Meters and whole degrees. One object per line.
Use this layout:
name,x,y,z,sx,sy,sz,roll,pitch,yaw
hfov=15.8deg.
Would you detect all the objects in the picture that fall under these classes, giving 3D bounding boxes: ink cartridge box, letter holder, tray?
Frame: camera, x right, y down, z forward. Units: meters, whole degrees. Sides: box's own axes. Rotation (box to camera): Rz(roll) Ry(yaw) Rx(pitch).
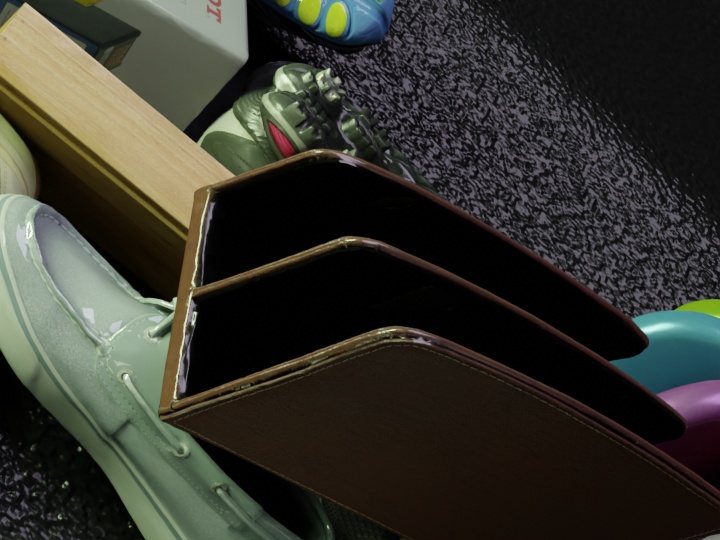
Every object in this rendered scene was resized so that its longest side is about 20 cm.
ink cartridge box,-0.154,-0.160,1.208,0.199,0.087,0.146,31,35,-27
letter holder,0.045,0.035,1.018,0.200,0.142,0.101,29,57,-37
tray,-0.089,-0.027,1.127,0.200,0.099,0.037,40,69,-11

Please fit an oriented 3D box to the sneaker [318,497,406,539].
sneaker,0.059,0.139,1.135,0.200,0.078,0.085,38,36,-13

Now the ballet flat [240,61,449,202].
ballet flat,0.016,-0.026,1.280,0.200,0.066,0.057,51,15,3

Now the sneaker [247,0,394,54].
sneaker,-0.069,-0.175,1.351,0.199,0.071,0.083,37,-12,8

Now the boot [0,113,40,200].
boot,-0.223,-0.049,1.016,0.200,0.073,0.156,46,30,-20

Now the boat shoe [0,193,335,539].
boat shoe,-0.079,0.045,1.045,0.201,0.071,0.070,56,26,-14

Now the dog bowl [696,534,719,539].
dog bowl,0.140,0.198,1.078,0.073,0.201,0.200,18,16,34

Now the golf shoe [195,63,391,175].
golf shoe,0.000,0.000,1.222,0.200,0.088,0.077,54,26,-7

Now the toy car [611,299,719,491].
toy car,0.174,0.099,1.216,0.149,0.175,0.201,11,46,-47
